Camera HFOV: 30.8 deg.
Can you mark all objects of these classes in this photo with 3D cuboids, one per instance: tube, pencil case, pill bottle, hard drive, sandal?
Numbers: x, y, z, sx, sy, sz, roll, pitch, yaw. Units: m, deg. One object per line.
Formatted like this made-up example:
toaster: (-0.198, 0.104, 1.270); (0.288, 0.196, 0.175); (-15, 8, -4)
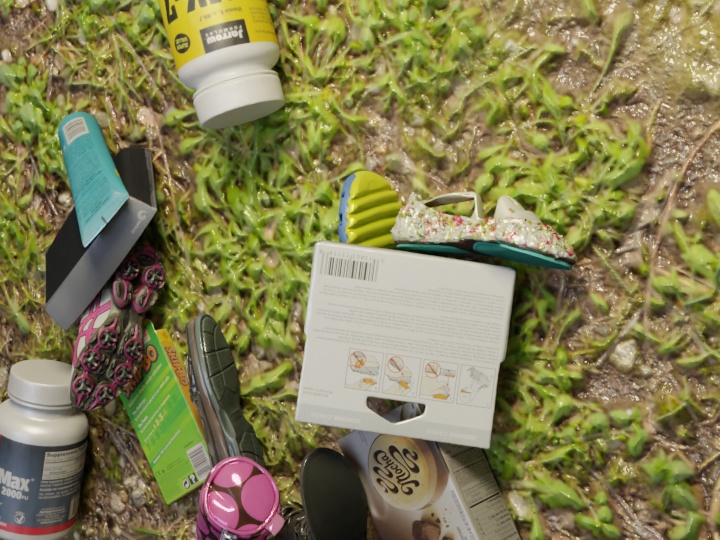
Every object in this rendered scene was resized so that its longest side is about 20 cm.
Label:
tube: (-0.306, -0.111, 1.490); (0.078, 0.050, 0.201); (-50, 37, 18)
pencil case: (-0.131, 0.272, 1.408); (0.093, 0.091, 0.200); (28, 157, 4)
pill bottle: (-0.150, -0.261, 1.388); (0.113, 0.114, 0.203); (-18, 86, 33)
hard drive: (-0.306, -0.042, 1.520); (0.200, 0.042, 0.136); (-49, 34, 25)
sandal: (0.000, 0.000, 1.345); (0.087, 0.079, 0.203); (-3, 89, 53)
pill bottle: (-0.397, 0.219, 1.608); (0.118, 0.119, 0.203); (18, 105, 30)

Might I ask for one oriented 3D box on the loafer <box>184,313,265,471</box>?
loafer: (-0.168, 0.152, 1.471); (0.062, 0.072, 0.203); (-19, 87, 21)

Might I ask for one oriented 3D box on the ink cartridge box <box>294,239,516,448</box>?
ink cartridge box: (0.043, 0.071, 1.275); (0.197, 0.044, 0.176); (8, 93, 1)

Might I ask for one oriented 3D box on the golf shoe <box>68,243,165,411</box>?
golf shoe: (-0.290, 0.066, 1.526); (0.092, 0.072, 0.202); (5, 72, 58)

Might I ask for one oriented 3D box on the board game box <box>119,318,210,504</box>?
board game box: (-0.233, 0.164, 1.546); (0.095, 0.030, 0.202); (-33, 80, 31)

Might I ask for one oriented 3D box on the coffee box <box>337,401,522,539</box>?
coffee box: (0.075, 0.234, 1.318); (0.112, 0.079, 0.202); (-30, 78, 31)

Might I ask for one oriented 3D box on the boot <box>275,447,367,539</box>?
boot: (-0.051, 0.272, 1.373); (0.173, 0.069, 0.203); (4, 113, 61)

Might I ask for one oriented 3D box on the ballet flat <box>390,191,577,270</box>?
ballet flat: (0.118, -0.043, 1.265); (0.198, 0.075, 0.065); (7, 82, 29)
